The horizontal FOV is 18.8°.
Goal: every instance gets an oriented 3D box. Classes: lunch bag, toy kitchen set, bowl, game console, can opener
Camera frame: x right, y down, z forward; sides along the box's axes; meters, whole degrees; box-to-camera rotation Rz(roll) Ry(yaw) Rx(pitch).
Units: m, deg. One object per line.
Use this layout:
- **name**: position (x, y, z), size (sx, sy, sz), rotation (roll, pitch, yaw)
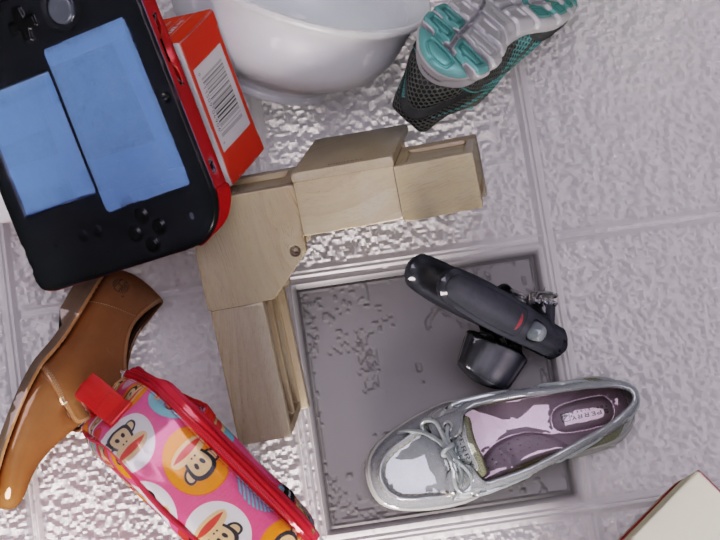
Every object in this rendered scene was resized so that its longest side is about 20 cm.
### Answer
- **lunch bag**: position (-0.122, 0.133, 1.467), size (0.176, 0.200, 0.082), rotation (45, 81, -11)
- **toy kitchen set**: position (0.000, 0.000, 1.559), size (0.199, 0.163, 0.181), rotation (-10, 102, 7)
- **bowl**: position (-0.055, -0.181, 1.575), size (0.201, 0.201, 0.091), rotation (21, 117, 4)
- **game console**: position (-0.187, -0.097, 1.473), size (0.176, 0.031, 0.201), rotation (-17, 98, 28)
- **can opener**: position (0.090, 0.030, 1.504), size (0.063, 0.200, 0.079), rotation (14, 79, 26)

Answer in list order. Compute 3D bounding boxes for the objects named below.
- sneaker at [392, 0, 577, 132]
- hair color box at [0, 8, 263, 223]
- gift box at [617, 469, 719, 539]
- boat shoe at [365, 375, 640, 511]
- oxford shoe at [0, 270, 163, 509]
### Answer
- **sneaker**: position (0.084, -0.165, 1.588), size (0.078, 0.091, 0.200), rotation (43, 42, 11)
- **hair color box**: position (-0.180, -0.106, 1.531), size (0.199, 0.064, 0.111), rotation (-8, 115, 26)
- **gift box**: position (0.203, 0.254, 1.461), size (0.187, 0.200, 0.185), rotation (-45, 77, -8)
- **boat shoe**: position (0.101, 0.119, 1.552), size (0.201, 0.065, 0.075), rotation (-14, 78, -4)
- **oxford shoe**: position (-0.205, 0.089, 1.554), size (0.071, 0.071, 0.200), rotation (28, 78, 0)
